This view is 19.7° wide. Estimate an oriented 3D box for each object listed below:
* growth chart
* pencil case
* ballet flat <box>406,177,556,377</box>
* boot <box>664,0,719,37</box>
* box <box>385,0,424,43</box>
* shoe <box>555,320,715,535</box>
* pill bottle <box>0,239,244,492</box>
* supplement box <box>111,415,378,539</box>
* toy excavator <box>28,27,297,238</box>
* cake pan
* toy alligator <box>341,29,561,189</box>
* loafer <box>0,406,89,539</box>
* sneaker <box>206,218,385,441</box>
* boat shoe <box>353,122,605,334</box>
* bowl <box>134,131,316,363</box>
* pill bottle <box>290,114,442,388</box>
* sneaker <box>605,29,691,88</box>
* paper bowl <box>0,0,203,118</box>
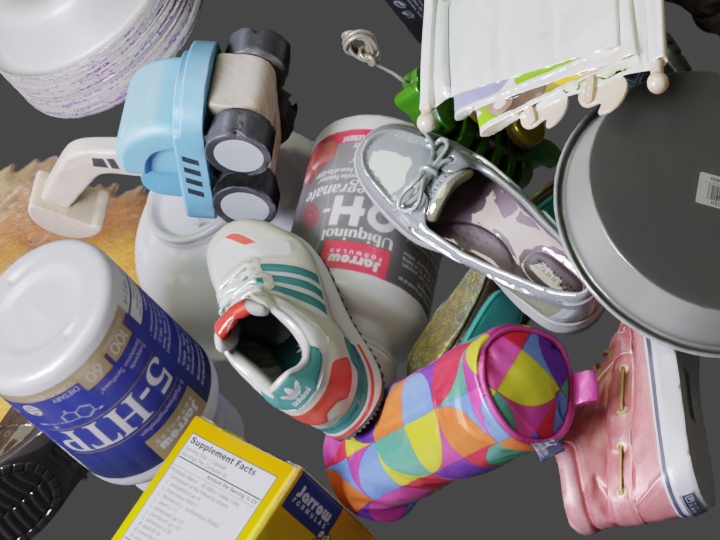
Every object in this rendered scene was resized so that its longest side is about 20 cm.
[{"bbox_3d":[0.115,-0.153,1.350,0.199,0.018,0.146,-9,62,36],"label":"growth chart"},{"bbox_3d":[0.058,0.100,1.322,0.200,0.088,0.089,-29,39,51],"label":"pencil case"},{"bbox_3d":[0.096,0.009,1.425,0.070,0.071,0.201,22,72,43],"label":"ballet flat"},{"bbox_3d":[0.302,-0.184,1.343,0.199,0.174,0.070,-27,45,17],"label":"boot"},{"bbox_3d":[0.127,-0.285,1.587,0.199,0.117,0.198,2,60,38],"label":"box"},{"bbox_3d":[0.166,0.071,1.319,0.090,0.072,0.201,-16,53,20],"label":"shoe"},{"bbox_3d":[-0.169,0.080,1.456,0.119,0.200,0.120,-19,48,23],"label":"pill bottle"},{"bbox_3d":[-0.101,0.218,1.368,0.109,0.110,0.201,22,73,43],"label":"supplement box"},{"bbox_3d":[-0.150,-0.090,1.505,0.199,0.195,0.100,6,57,5],"label":"toy excavator"},{"bbox_3d":[0.222,-0.043,1.308,0.199,0.037,0.201,4,63,-8],"label":"cake pan"},{"bbox_3d":[0.063,-0.100,1.439,0.059,0.199,0.055,-30,44,44],"label":"toy alligator"},{"bbox_3d":[-0.247,0.139,1.570,0.200,0.073,0.071,-40,33,-4],"label":"loafer"},{"bbox_3d":[-0.062,0.024,1.354,0.070,0.093,0.200,-47,48,15],"label":"sneaker"},{"bbox_3d":[0.078,-0.035,1.369,0.202,0.065,0.074,41,82,18],"label":"boat shoe"},{"bbox_3d":[-0.100,-0.038,1.579,0.200,0.090,0.202,-20,48,23],"label":"bowl"},{"bbox_3d":[0.000,0.000,1.463,0.110,0.111,0.201,-7,54,31],"label":"pill bottle"},{"bbox_3d":[0.198,-0.119,1.440,0.082,0.073,0.200,-41,44,0],"label":"sneaker"},{"bbox_3d":[-0.244,-0.243,1.829,0.200,0.104,0.202,-20,47,22],"label":"paper bowl"}]
